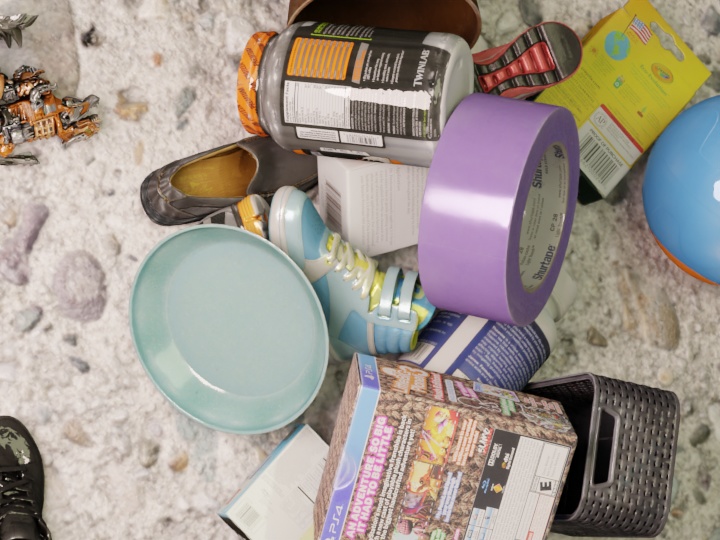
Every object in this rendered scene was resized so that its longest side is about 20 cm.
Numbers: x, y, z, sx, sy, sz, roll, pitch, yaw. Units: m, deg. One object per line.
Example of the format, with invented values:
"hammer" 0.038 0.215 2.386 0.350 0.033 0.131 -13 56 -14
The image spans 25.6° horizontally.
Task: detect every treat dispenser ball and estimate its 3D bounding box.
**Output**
"treat dispenser ball" 0.388 -0.081 1.617 0.200 0.201 0.202 3 80 -21

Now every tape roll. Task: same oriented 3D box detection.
"tape roll" 0.128 -0.055 1.434 0.084 0.200 0.201 13 73 22

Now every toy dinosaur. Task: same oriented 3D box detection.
"toy dinosaur" -0.331 -0.163 1.415 0.199 0.102 0.137 0 98 -42

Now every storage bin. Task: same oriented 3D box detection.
"storage bin" 0.208 0.178 1.506 0.093 0.200 0.136 13 77 -18

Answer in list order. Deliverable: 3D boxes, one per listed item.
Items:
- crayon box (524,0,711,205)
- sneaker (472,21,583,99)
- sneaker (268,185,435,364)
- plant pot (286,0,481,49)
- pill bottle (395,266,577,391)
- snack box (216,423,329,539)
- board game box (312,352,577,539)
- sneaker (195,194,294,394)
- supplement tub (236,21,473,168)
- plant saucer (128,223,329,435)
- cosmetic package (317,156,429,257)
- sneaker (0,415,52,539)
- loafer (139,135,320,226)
"crayon box" 0.264 -0.182 1.666 0.127 0.051 0.200 48 69 -9
"sneaker" 0.117 -0.176 1.539 0.199 0.087 0.074 -18 85 -7
"sneaker" 0.000 0.000 1.455 0.080 0.130 0.201 -71 148 -43
"plant pot" 0.016 -0.314 1.538 0.186 0.187 0.201 6 64 -20
"pill bottle" 0.120 0.073 1.538 0.111 0.111 0.200 45 69 -9
"snack box" -0.025 0.255 1.492 0.200 0.037 0.116 47 70 -8
"board game box" 0.072 0.182 1.416 0.199 0.097 0.160 14 103 -6
"sneaker" -0.101 0.033 1.486 0.077 0.078 0.201 -14 96 9
"supplement tub" -0.004 -0.162 1.447 0.199 0.123 0.123 8 76 18
"plant saucer" -0.114 0.049 1.436 0.201 0.199 0.036 57 28 -4
"cosmetic package" 0.061 -0.089 1.540 0.199 0.071 0.102 -15 123 -23
"sneaker" -0.291 0.222 1.358 0.060 0.104 0.201 -3 83 -21
"loafer" -0.106 -0.091 1.496 0.199 0.072 0.073 -21 88 -24
